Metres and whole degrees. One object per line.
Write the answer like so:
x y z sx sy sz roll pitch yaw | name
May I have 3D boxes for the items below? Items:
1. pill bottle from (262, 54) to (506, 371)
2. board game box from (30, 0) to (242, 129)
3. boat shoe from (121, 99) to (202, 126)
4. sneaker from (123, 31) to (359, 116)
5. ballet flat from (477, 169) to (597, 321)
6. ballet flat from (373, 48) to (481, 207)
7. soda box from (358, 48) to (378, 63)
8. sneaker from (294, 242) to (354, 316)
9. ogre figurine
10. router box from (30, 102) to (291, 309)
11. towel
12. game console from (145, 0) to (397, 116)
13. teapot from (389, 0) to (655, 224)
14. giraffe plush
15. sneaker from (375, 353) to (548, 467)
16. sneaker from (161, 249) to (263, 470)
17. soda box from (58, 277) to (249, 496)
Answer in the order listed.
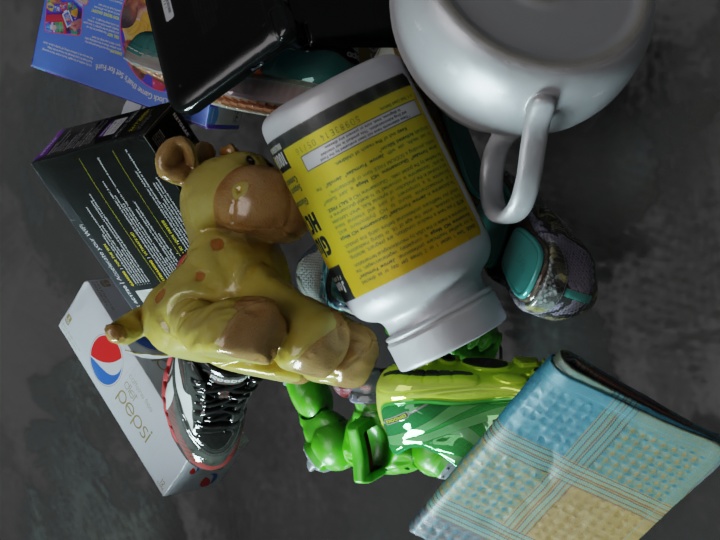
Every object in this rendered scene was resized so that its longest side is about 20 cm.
0.021 -0.038 1.299 0.112 0.112 0.202 -26 90 41 | pill bottle
-0.175 -0.208 1.541 0.199 0.045 0.136 21 104 31 | board game box
-0.131 -0.156 1.577 0.200 0.068 0.057 -39 68 35 | boat shoe
-0.087 -0.167 1.434 0.198 0.071 0.081 14 83 24 | sneaker
0.124 -0.015 1.338 0.201 0.071 0.073 -117 41 -65 | ballet flat
0.043 -0.129 1.393 0.072 0.068 0.202 -19 69 24 | ballet flat
-0.020 -0.198 1.469 0.064 0.067 0.202 -27 75 40 | soda box
0.000 0.000 1.442 0.199 0.086 0.079 0 95 53 | sneaker
0.015 0.098 1.433 0.198 0.098 0.121 -1 92 12 | ogre figurine
-0.164 -0.036 1.555 0.148 0.051 0.201 -8 124 42 | router box
0.143 0.149 1.307 0.200 0.146 0.022 -53 16 36 | towel
-0.063 -0.220 1.397 0.175 0.116 0.202 -32 57 26 | game console
0.102 -0.163 1.298 0.197 0.200 0.146 43 148 10 | teapot
-0.083 -0.011 1.362 0.198 0.172 0.164 5 81 30 | giraffe plush
0.109 0.110 1.344 0.198 0.074 0.084 7 114 15 | sneaker
-0.116 0.084 1.489 0.098 0.070 0.202 -122 32 -56 | sneaker
-0.183 0.098 1.641 0.201 0.068 0.064 54 126 26 | soda box
